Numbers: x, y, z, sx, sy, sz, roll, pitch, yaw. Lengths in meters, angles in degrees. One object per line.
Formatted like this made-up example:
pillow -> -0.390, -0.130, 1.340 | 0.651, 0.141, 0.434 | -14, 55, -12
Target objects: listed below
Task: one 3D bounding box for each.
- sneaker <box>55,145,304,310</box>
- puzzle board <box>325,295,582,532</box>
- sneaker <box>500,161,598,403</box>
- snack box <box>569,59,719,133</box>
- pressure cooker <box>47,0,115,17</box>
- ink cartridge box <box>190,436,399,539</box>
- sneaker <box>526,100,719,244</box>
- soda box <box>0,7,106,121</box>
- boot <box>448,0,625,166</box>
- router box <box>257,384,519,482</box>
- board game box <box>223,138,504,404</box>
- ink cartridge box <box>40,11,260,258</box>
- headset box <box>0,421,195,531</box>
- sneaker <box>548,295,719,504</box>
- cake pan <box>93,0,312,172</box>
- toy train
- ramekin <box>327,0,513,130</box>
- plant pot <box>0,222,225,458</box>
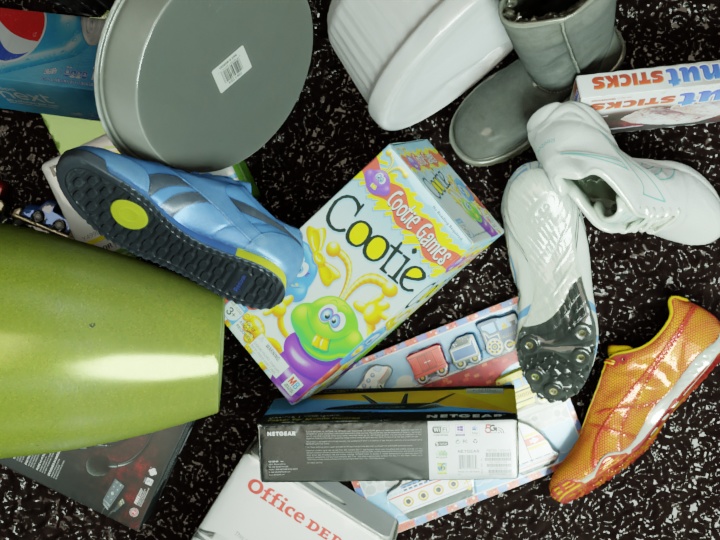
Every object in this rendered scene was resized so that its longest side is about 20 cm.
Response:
sneaker -> -0.133, -0.047, 1.293 | 0.200, 0.079, 0.066 | 28, 140, -13
puzzle board -> 0.077, 0.125, 1.448 | 0.200, 0.017, 0.151 | -22, 93, 7
sneaker -> 0.158, 0.009, 1.405 | 0.072, 0.072, 0.200 | -4, 101, 15
snack box -> 0.267, -0.141, 1.368 | 0.200, 0.072, 0.024 | -6, 69, -3
pressure cooker -> -0.189, -0.295, 1.353 | 0.179, 0.176, 0.200 | 43, 98, -2
ink cartridge box -> -0.078, 0.260, 1.434 | 0.146, 0.084, 0.200 | 33, 99, 2
sneaker -> 0.213, -0.056, 1.359 | 0.200, 0.080, 0.070 | 25, 131, -28
soda box -> -0.269, -0.169, 1.389 | 0.200, 0.068, 0.064 | 8, 73, 20
boot -> 0.132, -0.163, 1.324 | 0.182, 0.200, 0.073 | -41, 80, 5
router box -> 0.026, 0.129, 1.370 | 0.200, 0.149, 0.051 | -1, 96, 4
board game box -> 0.000, 0.000, 1.374 | 0.200, 0.105, 0.103 | -43, 82, 19
ink cartridge box -> -0.194, -0.117, 1.418 | 0.148, 0.076, 0.200 | -25, 94, 6
headset box -> -0.239, 0.104, 1.442 | 0.200, 0.077, 0.149 | 26, 97, 0
sneaker -> 0.219, 0.108, 1.418 | 0.077, 0.073, 0.200 | 40, 90, 17
cake pan -> -0.111, -0.161, 1.303 | 0.037, 0.200, 0.201 | 31, 98, 37
toy train -> -0.323, -0.062, 1.457 | 0.200, 0.034, 0.046 | 23, 84, 3
ramekin -> 0.062, -0.210, 1.336 | 0.202, 0.202, 0.094 | -43, 79, 7
plant pot -> -0.206, 0.057, 1.315 | 0.200, 0.187, 0.188 | 2, 95, -3
